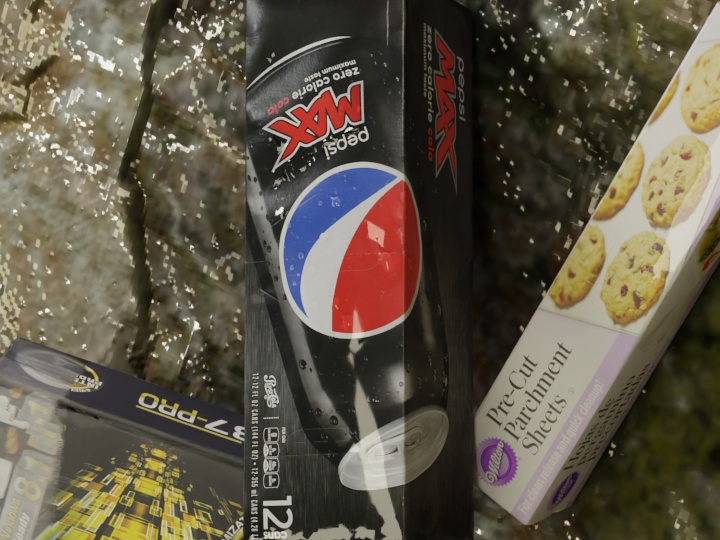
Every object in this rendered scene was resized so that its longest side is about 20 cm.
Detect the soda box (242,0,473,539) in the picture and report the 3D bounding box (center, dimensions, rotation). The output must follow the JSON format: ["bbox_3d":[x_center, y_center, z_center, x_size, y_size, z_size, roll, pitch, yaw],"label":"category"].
[{"bbox_3d":[0.000,0.000,1.017,0.063,0.071,0.201,-4,81,23],"label":"soda box"}]

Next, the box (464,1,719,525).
[{"bbox_3d":[0.098,-0.002,1.009,0.041,0.039,0.201,39,114,20],"label":"box"}]

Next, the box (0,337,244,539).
[{"bbox_3d":[-0.089,0.144,1.102,0.160,0.049,0.201,21,109,1],"label":"box"}]
